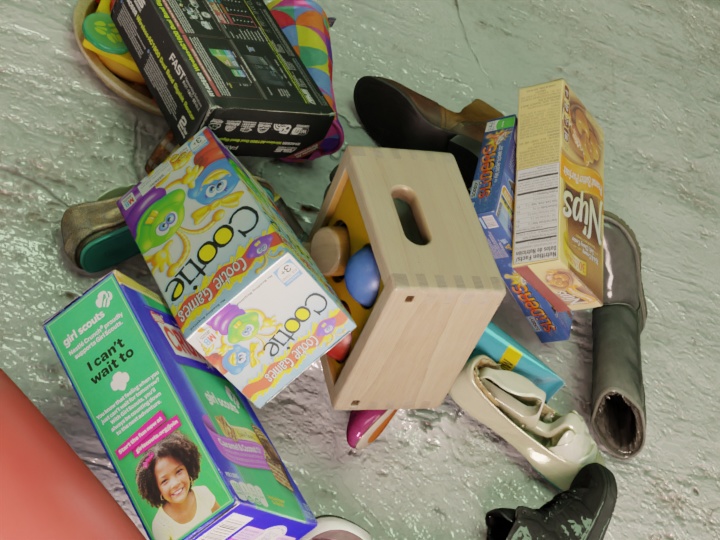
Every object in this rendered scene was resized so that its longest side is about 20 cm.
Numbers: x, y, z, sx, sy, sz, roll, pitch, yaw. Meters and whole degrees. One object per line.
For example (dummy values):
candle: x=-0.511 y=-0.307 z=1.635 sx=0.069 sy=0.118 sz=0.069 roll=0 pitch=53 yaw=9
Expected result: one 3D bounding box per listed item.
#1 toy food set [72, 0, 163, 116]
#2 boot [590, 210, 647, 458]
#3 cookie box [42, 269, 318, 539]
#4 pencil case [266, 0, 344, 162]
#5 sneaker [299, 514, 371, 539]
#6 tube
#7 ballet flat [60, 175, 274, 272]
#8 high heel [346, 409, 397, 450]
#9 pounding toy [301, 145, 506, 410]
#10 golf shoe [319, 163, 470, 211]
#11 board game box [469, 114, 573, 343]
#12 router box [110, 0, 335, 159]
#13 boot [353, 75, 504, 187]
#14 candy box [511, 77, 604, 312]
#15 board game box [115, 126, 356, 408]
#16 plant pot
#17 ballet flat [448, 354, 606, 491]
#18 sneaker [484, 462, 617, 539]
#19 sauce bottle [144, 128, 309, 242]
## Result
toy food set: x=-0.198 y=-0.228 z=1.394 sx=0.198 sy=0.049 sz=0.199 roll=25 pitch=41 yaw=-16
boot: x=0.255 y=0.062 z=1.399 sx=0.183 sy=0.072 sz=0.201 roll=61 pitch=33 yaw=-28
cookie box: x=-0.132 y=0.118 z=1.018 sx=0.201 sy=0.075 sz=0.171 roll=57 pitch=6 yaw=22
pencil case: x=-0.064 y=-0.203 z=1.447 sx=0.087 sy=0.089 sz=0.202 roll=17 pitch=43 yaw=-23
sneaker: x=0.025 y=0.282 z=1.055 sx=0.198 sy=0.076 sz=0.116 roll=25 pitch=44 yaw=1
tube: x=0.107 y=0.064 z=1.329 sx=0.199 sy=0.078 sz=0.051 roll=37 pitch=64 yaw=5
ballet flat: x=-0.173 y=-0.059 z=1.207 sx=0.198 sy=0.069 sz=0.067 roll=-17 pitch=48 yaw=-28
high heel: x=0.005 y=0.081 z=1.233 sx=0.095 sy=0.068 sz=0.200 roll=34 pitch=40 yaw=3
pounding toy: x=0.000 y=0.000 z=1.158 sx=0.140 sy=0.185 sz=0.202 roll=2 pitch=48 yaw=-24
golf shoe: x=0.044 y=-0.053 z=1.371 sx=0.198 sy=0.095 sz=0.078 roll=10 pitch=40 yaw=-28
board game box: x=0.173 y=-0.041 z=1.402 sx=0.201 sy=0.034 sz=0.136 roll=55 pitch=39 yaw=-37
router box: x=-0.134 y=-0.197 z=1.310 sx=0.149 sy=0.062 sz=0.201 roll=0 pitch=48 yaw=-41
boot: x=0.105 y=-0.180 z=1.567 sx=0.187 sy=0.069 sz=0.200 roll=28 pitch=29 yaw=16
candy box: x=0.200 y=-0.074 z=1.367 sx=0.115 sy=0.055 sz=0.203 roll=37 pitch=50 yaw=-50
board game box: x=-0.104 y=-0.007 z=1.095 sx=0.103 sy=0.105 sz=0.200 roll=48 pitch=3 yaw=-42
plant pot: x=-0.229 y=0.193 z=0.860 sx=0.177 sy=0.200 sz=0.201 roll=42 pitch=38 yaw=-11
ballet flat: x=0.170 y=0.147 z=1.294 sx=0.199 sy=0.070 sz=0.070 roll=35 pitch=39 yaw=-4
sneaker: x=0.158 y=0.230 z=1.202 sx=0.104 sy=0.060 sz=0.201 roll=33 pitch=49 yaw=-8
sauce bottle: x=-0.109 y=-0.057 z=1.283 sx=0.199 sy=0.066 sz=0.066 roll=37 pitch=39 yaw=-2
